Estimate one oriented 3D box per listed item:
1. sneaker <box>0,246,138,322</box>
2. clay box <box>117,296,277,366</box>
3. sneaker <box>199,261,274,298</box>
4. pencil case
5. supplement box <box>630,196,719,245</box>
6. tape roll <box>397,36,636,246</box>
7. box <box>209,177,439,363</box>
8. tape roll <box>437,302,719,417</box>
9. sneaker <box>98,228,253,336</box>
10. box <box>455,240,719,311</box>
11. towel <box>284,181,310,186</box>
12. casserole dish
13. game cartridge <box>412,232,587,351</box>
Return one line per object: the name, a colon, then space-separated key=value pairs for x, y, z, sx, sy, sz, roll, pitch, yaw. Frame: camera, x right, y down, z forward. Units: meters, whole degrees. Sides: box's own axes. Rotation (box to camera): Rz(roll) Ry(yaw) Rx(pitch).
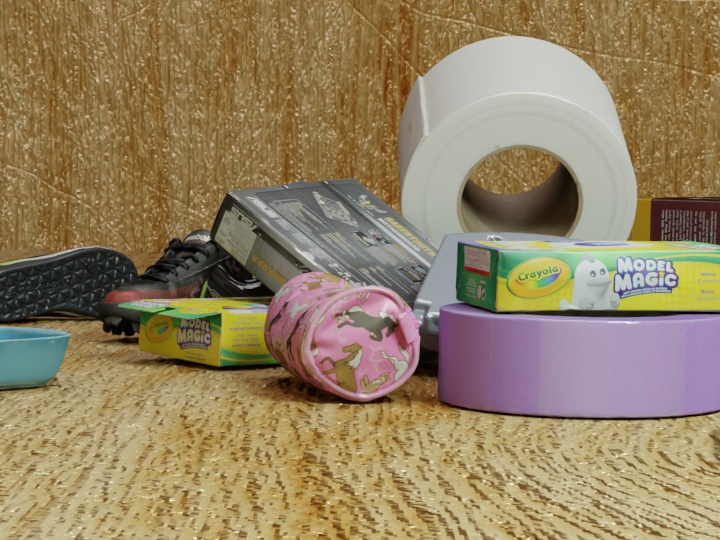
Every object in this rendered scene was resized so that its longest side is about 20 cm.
sneaker: x=-0.315 y=0.012 z=2.190 sx=0.200 sy=0.072 sz=0.083 roll=-1 pitch=3 yaw=-38
clay box: x=-0.088 y=0.048 z=1.784 sx=0.200 sy=0.048 sz=0.115 roll=-2 pitch=6 yaw=-39
sneaker: x=-0.043 y=0.022 z=1.954 sx=0.199 sy=0.084 sz=0.077 roll=1 pitch=4 yaw=-5
pencil case: x=-0.014 y=0.045 z=1.573 sx=0.083 sy=0.087 sz=0.200 roll=32 pitch=-2 yaw=-10
supplement box: x=0.382 y=-0.001 z=2.069 sx=0.200 sy=0.133 sz=0.197 roll=3 pitch=4 yaw=32
tape roll: x=0.133 y=-0.085 z=1.908 sx=0.202 sy=0.203 sz=0.139 roll=1 pitch=27 yaw=-1
box: x=0.000 y=0.000 z=1.786 sx=0.200 sy=0.048 sz=0.158 roll=39 pitch=28 yaw=30
tape roll: x=0.153 y=0.058 z=1.518 sx=0.200 sy=0.066 sz=0.200 roll=2 pitch=3 yaw=0
sneaker: x=-0.165 y=0.012 z=1.998 sx=0.071 sy=0.098 sz=0.200 roll=5 pitch=6 yaw=34
box: x=0.176 y=0.003 z=1.527 sx=0.199 sy=0.049 sz=0.117 roll=2 pitch=3 yaw=-12
towel: x=-0.004 y=-0.005 z=1.912 sx=0.200 sy=0.049 sz=0.112 roll=36 pitch=26 yaw=21
casserole dish: x=-0.297 y=0.062 z=1.544 sx=0.200 sy=0.039 sz=0.121 roll=-3 pitch=5 yaw=-43
game cartridge: x=0.148 y=0.024 z=1.691 sx=0.200 sy=0.041 sz=0.133 roll=9 pitch=41 yaw=14
